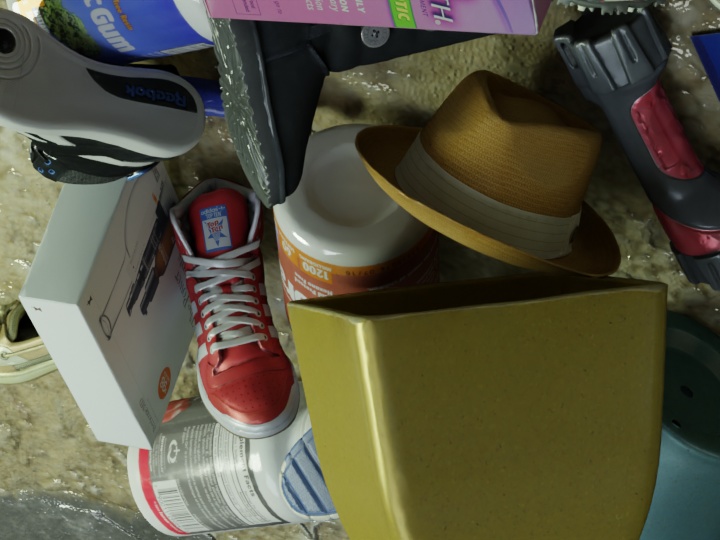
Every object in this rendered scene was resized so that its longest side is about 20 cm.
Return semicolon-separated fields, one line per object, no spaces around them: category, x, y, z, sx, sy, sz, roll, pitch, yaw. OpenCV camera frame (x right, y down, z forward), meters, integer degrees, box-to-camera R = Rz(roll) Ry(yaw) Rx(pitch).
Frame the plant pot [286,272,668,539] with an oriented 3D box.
plant pot;0.077;0.112;1.388;0.194;0.202;0.194;-7;-176;-14

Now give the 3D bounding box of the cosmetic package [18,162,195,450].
cosmetic package;-0.171;0.013;1.601;0.051;0.152;0.201;10;150;18

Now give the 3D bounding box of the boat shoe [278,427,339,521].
boat shoe;0.034;0.114;1.582;0.199;0.072;0.073;-31;82;15

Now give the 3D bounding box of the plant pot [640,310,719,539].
plant pot;0.181;0.133;1.559;0.199;0.201;0.188;30;126;-7

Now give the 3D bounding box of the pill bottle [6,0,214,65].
pill bottle;-0.117;-0.193;1.400;0.199;0.112;0.112;-8;131;34

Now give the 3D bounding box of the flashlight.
flashlight;0.197;-0.081;1.403;0.068;0.068;0.201;23;149;54

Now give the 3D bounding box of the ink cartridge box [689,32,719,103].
ink cartridge box;0.299;-0.109;1.337;0.199;0.039;0.100;-7;132;34

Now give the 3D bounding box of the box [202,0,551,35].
box;0.023;-0.227;1.240;0.198;0.177;0.097;4;137;22

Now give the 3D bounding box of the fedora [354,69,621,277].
fedora;0.093;-0.071;1.402;0.199;0.201;0.082;25;109;0

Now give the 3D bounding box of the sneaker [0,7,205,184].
sneaker;-0.208;-0.099;1.412;0.199;0.074;0.112;18;154;-27

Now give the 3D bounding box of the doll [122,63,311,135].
doll;-0.137;-0.115;1.508;0.198;0.049;0.136;5;177;12

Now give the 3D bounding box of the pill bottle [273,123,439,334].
pill bottle;0.000;0.000;1.545;0.111;0.113;0.201;14;147;12

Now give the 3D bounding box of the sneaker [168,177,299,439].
sneaker;-0.090;0.019;1.572;0.071;0.201;0.113;-12;132;-7

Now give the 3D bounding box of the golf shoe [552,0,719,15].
golf shoe;0.176;-0.194;1.273;0.198;0.078;0.089;5;133;-2

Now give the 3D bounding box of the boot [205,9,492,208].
boot;0.015;-0.135;1.348;0.199;0.066;0.166;-22;136;-14

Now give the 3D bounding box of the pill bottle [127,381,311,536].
pill bottle;-0.078;0.146;1.758;0.199;0.111;0.111;-11;129;36

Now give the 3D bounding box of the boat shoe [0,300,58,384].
boat shoe;-0.245;0.044;1.766;0.199;0.073;0.063;-2;127;26
